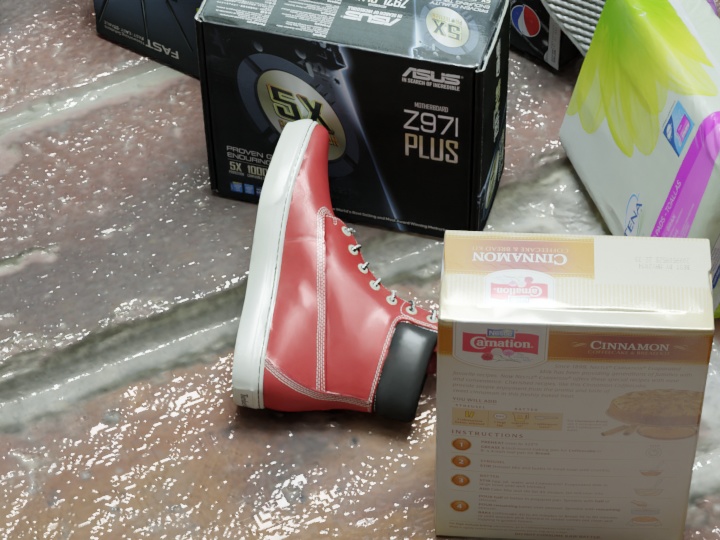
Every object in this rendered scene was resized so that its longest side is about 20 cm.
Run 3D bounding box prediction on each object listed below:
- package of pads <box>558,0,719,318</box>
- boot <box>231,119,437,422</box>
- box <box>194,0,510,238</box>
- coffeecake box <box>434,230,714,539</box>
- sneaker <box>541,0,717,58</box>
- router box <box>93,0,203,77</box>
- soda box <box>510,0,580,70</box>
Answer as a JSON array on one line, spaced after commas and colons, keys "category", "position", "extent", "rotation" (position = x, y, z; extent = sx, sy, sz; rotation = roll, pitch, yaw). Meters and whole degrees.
[{"category": "package of pads", "position": [0.212, -0.081, 1.442], "extent": [0.068, 0.155, 0.200], "rotation": [-5, 47, -22]}, {"category": "boot", "position": [0.000, 0.000, 1.407], "extent": [0.144, 0.072, 0.201], "rotation": [5, 70, 4]}, {"category": "box", "position": [-0.003, -0.120, 1.476], "extent": [0.199, 0.164, 0.086], "rotation": [12, 48, 11]}, {"category": "coffeecake box", "position": [0.122, 0.072, 1.267], "extent": [0.153, 0.200, 0.073], "rotation": [2, 47, 3]}, {"category": "sneaker", "position": [0.193, -0.208, 1.557], "extent": [0.073, 0.201, 0.114], "rotation": [-9, 30, 45]}, {"category": "router box", "position": [-0.108, -0.214, 1.575], "extent": [0.200, 0.150, 0.062], "rotation": [25, 52, 23]}, {"category": "soda box", "position": [0.188, -0.239, 1.645], "extent": [0.063, 0.071, 0.200], "rotation": [32, 55, 29]}]
